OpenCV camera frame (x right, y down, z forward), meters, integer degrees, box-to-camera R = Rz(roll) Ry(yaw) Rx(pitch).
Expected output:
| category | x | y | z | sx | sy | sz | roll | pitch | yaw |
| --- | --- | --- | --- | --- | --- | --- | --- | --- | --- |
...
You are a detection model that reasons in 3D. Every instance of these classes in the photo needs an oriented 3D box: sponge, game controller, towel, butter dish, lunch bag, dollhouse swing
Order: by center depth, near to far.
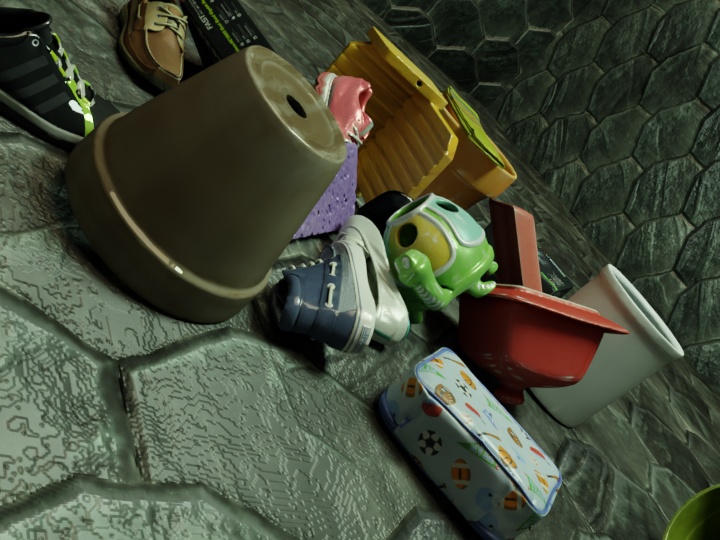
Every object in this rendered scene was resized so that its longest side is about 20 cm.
| category | x | y | z | sx | sy | sz | roll | pitch | yaw |
| --- | --- | --- | --- | --- | --- | --- | --- | --- | --- |
| lunch bag | 0.117 | 0.176 | 0.771 | 0.200 | 0.076 | 0.160 | 50 | 18 | 12 |
| sponge | -0.052 | -0.102 | 0.922 | 0.029 | 0.113 | 0.200 | 6 | 9 | 19 |
| butter dish | 0.214 | 0.105 | 1.009 | 0.198 | 0.149 | 0.199 | 17 | -5 | -20 |
| game controller | 0.087 | -0.037 | 1.078 | 0.199 | 0.104 | 0.042 | 38 | 44 | -22 |
| dollhouse swing | 0.016 | -0.205 | 1.105 | 0.181 | 0.200 | 0.176 | 37 | 22 | -22 |
| towel | 0.185 | -0.236 | 1.228 | 0.086 | 0.018 | 0.201 | 36 | 23 | -25 |

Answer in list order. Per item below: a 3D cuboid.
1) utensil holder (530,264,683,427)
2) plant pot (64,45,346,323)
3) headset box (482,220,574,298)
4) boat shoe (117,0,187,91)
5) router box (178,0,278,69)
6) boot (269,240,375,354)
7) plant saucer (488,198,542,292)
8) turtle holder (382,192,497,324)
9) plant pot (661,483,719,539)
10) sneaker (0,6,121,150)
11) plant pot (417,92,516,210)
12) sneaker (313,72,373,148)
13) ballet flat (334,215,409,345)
| category | x | y | z | sx | sy | sz | roll | pitch | yaw |
| --- | --- | --- | --- | --- | --- | --- | --- | --- | --- |
| utensil holder | 0.357 | 0.119 | 1.159 | 0.170 | 0.200 | 0.170 | 42 | 20 | -19 |
| plant pot | -0.110 | -0.085 | 0.635 | 0.200 | 0.173 | 0.201 | 44 | 24 | -25 |
| headset box | 0.298 | -0.002 | 1.436 | 0.175 | 0.093 | 0.199 | 52 | 21 | 16 |
| boat shoe | -0.251 | -0.296 | 0.929 | 0.075 | 0.074 | 0.201 | 26 | 28 | -43 |
| router box | -0.157 | -0.267 | 0.982 | 0.201 | 0.062 | 0.150 | 56 | -10 | 24 |
| boot | -0.045 | 0.010 | 0.775 | 0.090 | 0.073 | 0.200 | 18 | 17 | -16 |
| plant saucer | 0.256 | -0.015 | 1.235 | 0.200 | 0.036 | 0.202 | -98 | 180 | -81 |
| turtle holder | 0.082 | -0.014 | 0.954 | 0.185 | 0.140 | 0.133 | -39 | 104 | -38 |
| plant pot | 0.535 | 0.422 | 1.000 | 0.193 | 0.199 | 0.201 | 51 | 17 | -21 |
| sneaker | -0.272 | -0.171 | 0.637 | 0.199 | 0.083 | 0.072 | 26 | 28 | -45 |
| plant pot | 0.131 | -0.167 | 1.286 | 0.200 | 0.183 | 0.201 | 40 | 21 | -18 |
| sneaker | -0.028 | -0.190 | 1.044 | 0.074 | 0.086 | 0.202 | 66 | 29 | -65 |
| ballet flat | 0.000 | 0.000 | 0.892 | 0.069 | 0.069 | 0.201 | 26 | 32 | -43 |
